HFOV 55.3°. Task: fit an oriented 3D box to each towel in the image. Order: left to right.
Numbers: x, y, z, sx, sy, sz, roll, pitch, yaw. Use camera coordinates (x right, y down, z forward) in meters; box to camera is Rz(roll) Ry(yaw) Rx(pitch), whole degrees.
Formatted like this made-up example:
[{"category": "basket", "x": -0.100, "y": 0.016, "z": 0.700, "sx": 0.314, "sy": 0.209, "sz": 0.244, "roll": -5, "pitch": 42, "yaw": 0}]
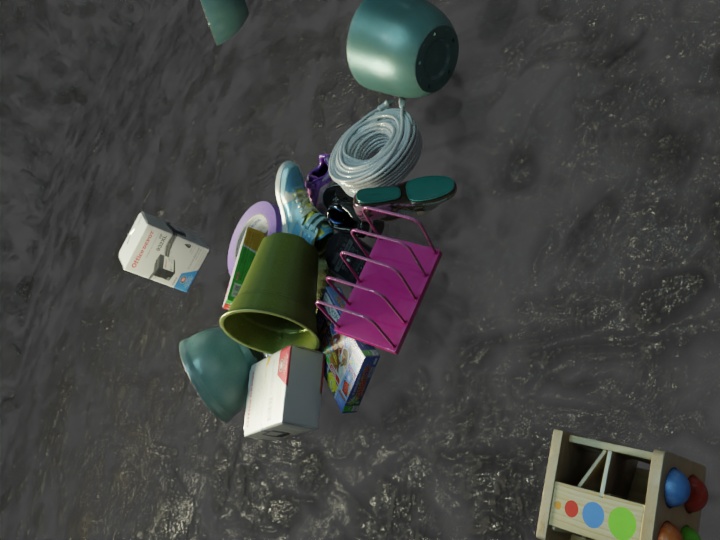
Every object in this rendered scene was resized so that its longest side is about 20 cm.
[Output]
[{"category": "towel", "x": -0.115, "y": 0.018, "z": 1.490, "sx": 0.197, "sy": 0.036, "sz": 0.152, "roll": 10, "pitch": 79, "yaw": 52}]

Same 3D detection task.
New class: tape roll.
[{"category": "tape roll", "x": -0.238, "y": -0.059, "z": 1.647, "sx": 0.197, "sy": 0.065, "sz": 0.206, "roll": -24, "pitch": 56, "yaw": 41}]

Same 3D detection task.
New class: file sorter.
[{"category": "file sorter", "x": 0.029, "y": 0.011, "z": 1.193, "sx": 0.136, "sy": 0.126, "sz": 0.204, "roll": 15, "pitch": 69, "yaw": 33}]

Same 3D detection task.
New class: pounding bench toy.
[{"category": "pounding bench toy", "x": 0.303, "y": 0.307, "z": 0.791, "sx": 0.154, "sy": 0.123, "sz": 0.206, "roll": 1, "pitch": 73, "yaw": 49}]

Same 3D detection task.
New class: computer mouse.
[{"category": "computer mouse", "x": 0.000, "y": 0.000, "z": 1.357, "sx": 0.200, "sy": 0.052, "sz": 0.140, "roll": 47, "pitch": 113, "yaw": 39}]

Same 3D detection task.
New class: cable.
[{"category": "cable", "x": 0.029, "y": -0.234, "z": 1.364, "sx": 0.196, "sy": 0.070, "sz": 0.203, "roll": -27, "pitch": 41, "yaw": 14}]

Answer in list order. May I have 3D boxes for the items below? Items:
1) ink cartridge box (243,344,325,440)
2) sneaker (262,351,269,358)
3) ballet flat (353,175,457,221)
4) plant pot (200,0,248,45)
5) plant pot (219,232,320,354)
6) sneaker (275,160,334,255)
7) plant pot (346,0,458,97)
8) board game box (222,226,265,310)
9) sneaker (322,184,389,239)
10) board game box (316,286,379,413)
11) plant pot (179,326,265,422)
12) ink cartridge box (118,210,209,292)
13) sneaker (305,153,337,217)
[{"category": "ink cartridge box", "x": -0.152, "y": 0.245, "z": 1.353, "sx": 0.199, "sy": 0.084, "sz": 0.152, "roll": -32, "pitch": 49, "yaw": 56}, {"category": "sneaker", "x": -0.189, "y": 0.092, "z": 1.498, "sx": 0.201, "sy": 0.074, "sz": 0.117, "roll": 53, "pitch": 128, "yaw": 37}, {"category": "ballet flat", "x": 0.084, "y": -0.128, "z": 1.281, "sx": 0.194, "sy": 0.072, "sz": 0.071, "roll": -9, "pitch": 50, "yaw": 5}, {"category": "plant pot", "x": -0.429, "y": -0.835, "z": 2.170, "sx": 0.131, "sy": 0.203, "sz": 0.203, "roll": -20, "pitch": 47, "yaw": -4}, {"category": "plant pot", "x": -0.157, "y": 0.039, "z": 1.345, "sx": 0.197, "sy": 0.198, "sz": 0.195, "roll": -20, "pitch": 49, "yaw": 42}, {"category": "sneaker", "x": -0.108, "y": -0.126, "z": 1.435, "sx": 0.128, "sy": 0.079, "sz": 0.206, "roll": 8, "pitch": 111, "yaw": 43}, {"category": "plant pot", "x": 0.095, "y": -0.432, "z": 1.341, "sx": 0.160, "sy": 0.199, "sz": 0.204, "roll": 34, "pitch": 98, "yaw": 38}, {"category": "board game box", "x": -0.254, "y": 0.004, "z": 1.482, "sx": 0.200, "sy": 0.039, "sz": 0.158, "roll": 151, "pitch": 134, "yaw": -75}, {"category": "sneaker", "x": -0.039, "y": -0.128, "z": 1.384, "sx": 0.199, "sy": 0.110, "sz": 0.075, "roll": 34, "pitch": 112, "yaw": 42}, {"category": "board game box", "x": -0.038, "y": 0.147, "z": 1.304, "sx": 0.201, "sy": 0.034, "sz": 0.138, "roll": 58, "pitch": 135, "yaw": 45}, {"category": "plant pot", "x": -0.284, "y": 0.204, "z": 1.498, "sx": 0.132, "sy": 0.202, "sz": 0.202, "roll": -32, "pitch": 44, "yaw": -1}, {"category": "ink cartridge box", "x": -0.538, "y": -0.049, "z": 1.886, "sx": 0.147, "sy": 0.197, "sz": 0.084, "roll": -58, "pitch": 40, "yaw": 10}, {"category": "sneaker", "x": -0.092, "y": -0.171, "z": 1.512, "sx": 0.080, "sy": 0.087, "sz": 0.204, "roll": 35, "pitch": 101, "yaw": 49}]
